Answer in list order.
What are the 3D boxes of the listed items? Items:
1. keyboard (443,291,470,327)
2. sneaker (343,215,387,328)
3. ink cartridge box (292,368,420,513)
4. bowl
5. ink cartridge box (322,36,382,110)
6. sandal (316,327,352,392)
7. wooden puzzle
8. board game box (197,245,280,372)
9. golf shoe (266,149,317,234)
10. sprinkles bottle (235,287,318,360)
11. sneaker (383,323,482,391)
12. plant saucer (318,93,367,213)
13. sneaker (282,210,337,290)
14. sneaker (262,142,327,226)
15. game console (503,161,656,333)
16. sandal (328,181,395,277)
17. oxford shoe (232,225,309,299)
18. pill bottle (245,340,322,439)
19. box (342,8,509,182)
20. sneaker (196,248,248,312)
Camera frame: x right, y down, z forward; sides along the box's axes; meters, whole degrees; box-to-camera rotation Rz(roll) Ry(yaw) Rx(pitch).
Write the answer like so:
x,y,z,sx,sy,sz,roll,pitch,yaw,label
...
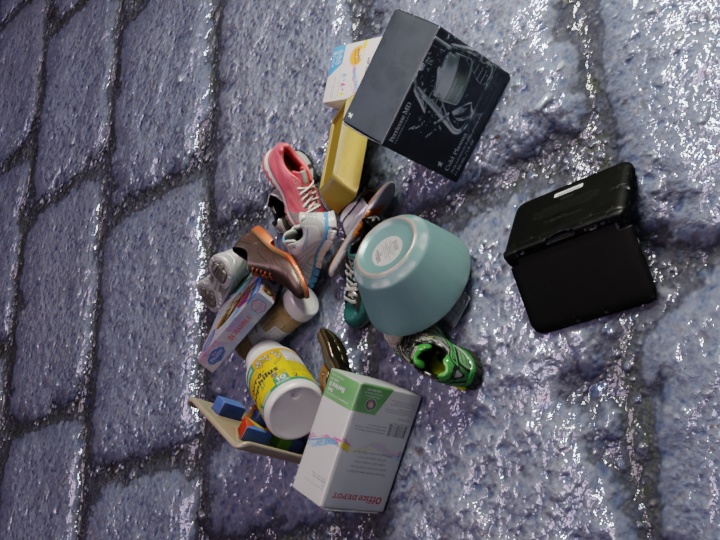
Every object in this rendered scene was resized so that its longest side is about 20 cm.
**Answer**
x,y,z,sx,sy,sz,roll,pitch,yaw,label
0.113,0.016,1.446,0.057,0.011,0.200,-58,44,15,keyboard
0.000,0.000,1.516,0.071,0.079,0.204,25,99,49,sneaker
-0.005,0.274,1.384,0.087,0.144,0.204,16,89,47,ink cartridge box
0.067,-0.010,1.388,0.198,0.105,0.203,-24,42,23,bowl
0.026,-0.367,1.625,0.198,0.067,0.118,2,78,46,ink cartridge box
-0.047,0.186,1.501,0.054,0.082,0.202,-35,49,14,sandal
-0.191,0.278,1.551,0.199,0.184,0.047,25,89,47,wooden puzzle
-0.225,0.071,1.685,0.200,0.041,0.201,-48,15,22,board game box
-0.138,-0.159,1.711,0.077,0.094,0.204,-29,56,38,golf shoe
-0.163,0.102,1.659,0.199,0.067,0.069,-38,52,36,sprinkles bottle
0.101,0.121,1.368,0.199,0.084,0.079,24,94,48,sneaker
-0.030,-0.219,1.578,0.200,0.047,0.204,153,128,-76,plant saucer
-0.108,-0.039,1.606,0.076,0.085,0.202,-100,23,-44,sneaker
-0.115,-0.150,1.631,0.202,0.073,0.087,57,151,1,sneaker
0.317,-0.032,1.241,0.198,0.117,0.177,-22,32,39,game console
-0.014,-0.083,1.554,0.059,0.079,0.208,40,110,16,sandal
-0.163,-0.001,1.587,0.072,0.072,0.200,-32,48,-20,oxford shoe
-0.144,0.206,1.566,0.114,0.111,0.200,-62,29,10,pill bottle
0.108,-0.282,1.415,0.124,0.195,0.203,37,104,46,box
-0.276,0.017,1.819,0.078,0.099,0.200,50,142,6,sneaker
